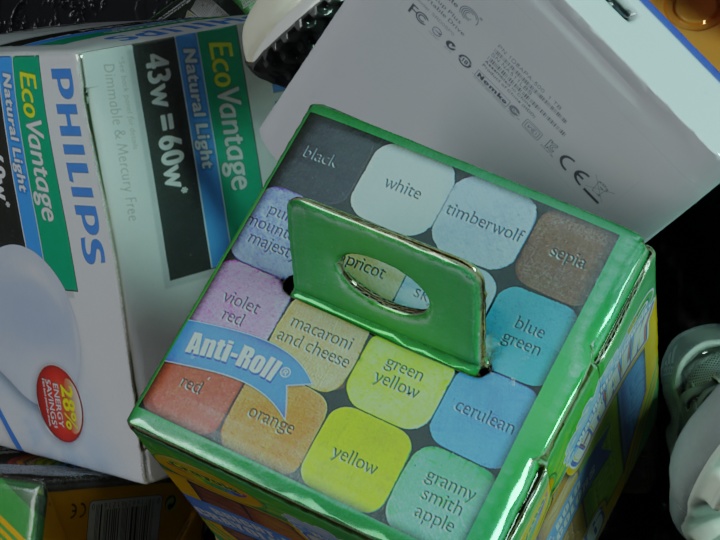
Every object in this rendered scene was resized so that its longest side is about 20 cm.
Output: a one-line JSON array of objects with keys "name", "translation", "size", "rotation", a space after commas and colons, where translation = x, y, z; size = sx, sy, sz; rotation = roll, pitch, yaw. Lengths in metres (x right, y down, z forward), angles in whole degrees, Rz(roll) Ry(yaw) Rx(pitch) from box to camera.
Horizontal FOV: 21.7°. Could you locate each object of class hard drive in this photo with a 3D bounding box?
[{"name": "hard drive", "translation": [0.043, -0.049, 0.662], "size": [0.132, 0.025, 0.200], "rotation": [46, 152, 2]}]

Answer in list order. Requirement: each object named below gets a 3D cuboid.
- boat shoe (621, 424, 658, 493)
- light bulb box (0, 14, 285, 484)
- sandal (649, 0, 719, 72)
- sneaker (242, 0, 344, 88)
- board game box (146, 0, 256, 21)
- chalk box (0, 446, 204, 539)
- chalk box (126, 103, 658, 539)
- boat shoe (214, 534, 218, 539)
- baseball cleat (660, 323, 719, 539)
[{"name": "boat shoe", "translation": [0.039, 0.082, 0.789], "size": [0.200, 0.072, 0.060], "rotation": [-20, 66, 38]}, {"name": "light bulb box", "translation": [-0.126, -0.018, 0.906], "size": [0.200, 0.125, 0.198], "rotation": [5, 107, 48]}, {"name": "sandal", "translation": [0.151, -0.141, 0.633], "size": [0.079, 0.059, 0.207], "rotation": [33, 72, 25]}, {"name": "sneaker", "translation": [0.025, -0.155, 0.728], "size": [0.200, 0.070, 0.093], "rotation": [-41, 53, 24]}, {"name": "board game box", "translation": [-0.046, -0.097, 0.901], "size": [0.200, 0.023, 0.105], "rotation": [-22, 87, 52]}, {"name": "chalk box", "translation": [-0.192, 0.148, 0.911], "size": [0.200, 0.125, 0.124], "rotation": [4, 89, 34]}, {"name": "chalk box", "translation": [0.016, 0.040, 0.607], "size": [0.124, 0.200, 0.124], "rotation": [24, 73, 19]}, {"name": "boat shoe", "translation": [-0.030, 0.147, 0.789], "size": [0.065, 0.071, 0.200], "rotation": [-38, 82, -10]}, {"name": "baseball cleat", "translation": [0.125, 0.052, 0.626], "size": [0.070, 0.200, 0.107], "rotation": [-15, 60, -1]}]
